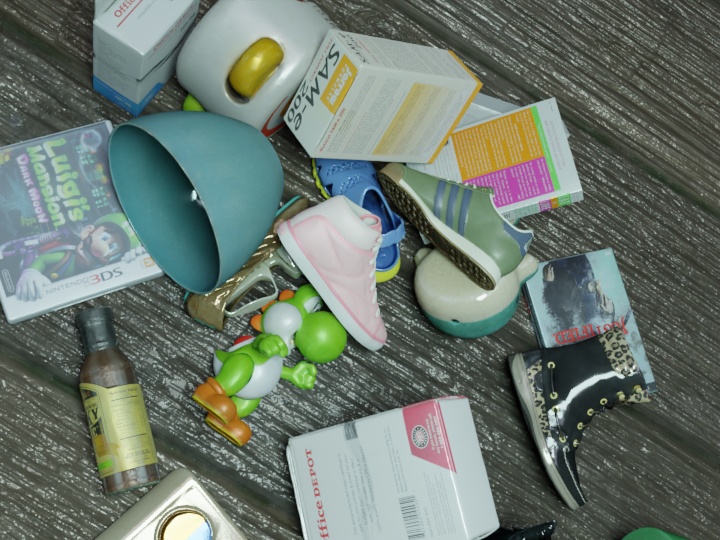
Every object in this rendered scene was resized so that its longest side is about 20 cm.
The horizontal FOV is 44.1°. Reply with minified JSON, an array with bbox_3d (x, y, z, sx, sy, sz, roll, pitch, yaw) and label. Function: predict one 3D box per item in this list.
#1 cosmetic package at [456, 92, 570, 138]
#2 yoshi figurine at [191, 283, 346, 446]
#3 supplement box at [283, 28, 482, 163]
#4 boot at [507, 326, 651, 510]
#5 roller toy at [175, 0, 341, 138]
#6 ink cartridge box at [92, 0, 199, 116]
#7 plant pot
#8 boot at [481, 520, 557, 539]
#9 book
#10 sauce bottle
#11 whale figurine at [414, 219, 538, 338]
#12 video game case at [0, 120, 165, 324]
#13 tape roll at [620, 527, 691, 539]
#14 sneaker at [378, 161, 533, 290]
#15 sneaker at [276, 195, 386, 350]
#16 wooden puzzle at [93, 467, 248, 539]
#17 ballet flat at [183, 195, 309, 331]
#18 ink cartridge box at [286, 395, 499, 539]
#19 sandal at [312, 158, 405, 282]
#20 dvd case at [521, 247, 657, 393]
[{"bbox_3d":[0.165,-0.184,1.170,0.199,0.083,0.051,16,35,-12],"label":"cosmetic package"},{"bbox_3d":[-0.089,0.104,1.012,0.112,0.112,0.200,47,64,-16],"label":"yoshi figurine"},{"bbox_3d":[0.028,-0.196,1.030,0.199,0.126,0.074,-3,47,-43],"label":"supplement box"},{"bbox_3d":[0.278,0.175,1.083,0.150,0.073,0.201,-21,73,7],"label":"boot"},{"bbox_3d":[-0.111,-0.247,1.055,0.140,0.200,0.182,44,62,-1],"label":"roller toy"},{"bbox_3d":[-0.245,-0.274,1.018,0.067,0.200,0.116,35,68,-5],"label":"ink cartridge box"},{"bbox_3d":[-0.163,-0.093,0.978,0.135,0.200,0.200,-33,85,-31],"label":"plant pot"},{"bbox_3d":[0.133,0.300,0.979,0.199,0.168,0.077,17,71,-10],"label":"boot"},{"bbox_3d":[0.160,-0.121,1.100,0.199,0.048,0.134,-15,62,11],"label":"book"},{"bbox_3d":[-0.269,0.140,0.966,0.064,0.065,0.201,-13,77,-19],"label":"sauce bottle"},{"bbox_3d":[0.146,0.001,1.115,0.158,0.104,0.200,3,45,23],"label":"whale figurine"},{"bbox_3d":[-0.344,-0.060,1.023,0.181,0.023,0.201,-19,80,-21],"label":"video game case"},{"bbox_3d":[0.324,0.392,0.990,0.048,0.200,0.201,19,70,-9],"label":"tape roll"},{"bbox_3d":[0.117,-0.071,1.046,0.090,0.067,0.200,-39,68,-13],"label":"sneaker"},{"bbox_3d":[0.000,0.000,1.027,0.104,0.075,0.200,-34,116,5],"label":"sneaker"},{"bbox_3d":[-0.194,0.341,0.938,0.185,0.046,0.200,-41,88,-22],"label":"wooden puzzle"},{"bbox_3d":[-0.115,-0.002,1.044,0.072,0.068,0.200,42,69,15],"label":"ballet flat"},{"bbox_3d":[0.031,0.228,0.953,0.085,0.199,0.146,7,66,-58],"label":"ink cartridge box"},{"bbox_3d":[0.004,-0.089,1.099,0.079,0.087,0.201,-24,80,-19],"label":"sandal"},{"bbox_3d":[0.298,0.078,1.170,0.145,0.022,0.201,-10,79,-19],"label":"dvd case"}]
